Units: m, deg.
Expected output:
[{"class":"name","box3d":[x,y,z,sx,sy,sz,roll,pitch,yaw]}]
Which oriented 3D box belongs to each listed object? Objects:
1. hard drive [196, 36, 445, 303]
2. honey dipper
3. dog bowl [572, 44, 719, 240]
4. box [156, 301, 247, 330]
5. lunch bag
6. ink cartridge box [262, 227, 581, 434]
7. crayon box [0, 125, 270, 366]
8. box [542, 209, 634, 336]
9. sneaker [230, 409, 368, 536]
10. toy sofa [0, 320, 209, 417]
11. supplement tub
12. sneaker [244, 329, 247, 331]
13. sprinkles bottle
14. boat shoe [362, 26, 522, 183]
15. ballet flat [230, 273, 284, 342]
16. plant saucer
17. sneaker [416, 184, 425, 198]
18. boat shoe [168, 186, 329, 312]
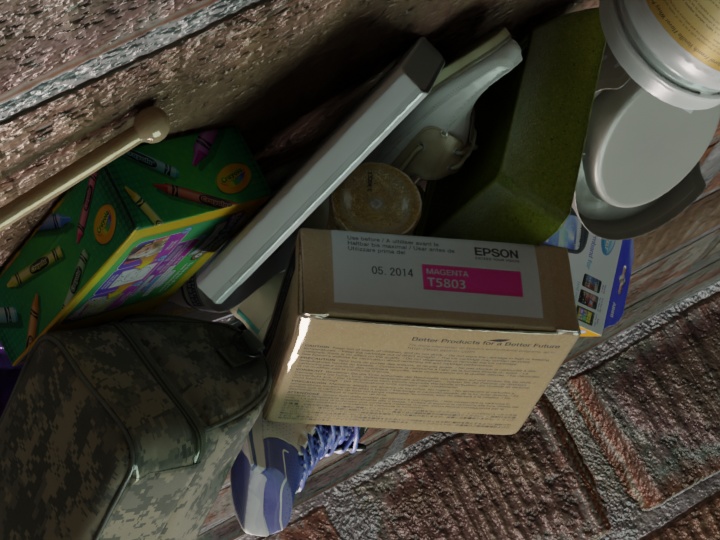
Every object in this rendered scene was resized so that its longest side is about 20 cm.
[{"class":"hard drive","box3d":[-0.025,-0.069,1.188,0.200,0.026,0.132,-44,-174,18]},{"class":"honey dipper","box3d":[-0.203,-0.043,1.065,0.199,0.038,0.038,-33,168,0]},{"class":"dog bowl","box3d":[0.243,-0.125,1.501,0.199,0.059,0.201,-25,138,-25]},{"class":"box","box3d":[-0.165,0.063,1.519,0.157,0.049,0.200,-20,165,-31]},{"class":"lunch bag","box3d":[-0.161,0.133,1.244,0.167,0.140,0.201,-9,138,-44]},{"class":"ink cartridge box","box3d":[0.038,0.047,1.254,0.198,0.076,0.165,5,147,-12]},{"class":"crayon box","box3d":[-0.163,-0.015,1.198,0.118,0.059,0.200,-18,163,-43]},{"class":"box","box3d":[0.167,-0.019,1.589,0.199,0.120,0.041,24,164,-36]},{"class":"sneaker","box3d":[-0.041,0.118,1.355,0.114,0.200,0.081,6,119,-7]},{"class":"toy sofa","box3d":[-0.202,0.095,1.349,0.198,0.084,0.098,0,157,-24]},{"class":"supplement tub","box3d":[0.264,-0.211,1.180,0.144,0.145,0.200,-20,165,-37]},{"class":"sneaker","box3d":[-0.030,0.073,1.485,0.198,0.076,0.076,-13,164,3]},{"class":"sprinkles bottle","box3d":[0.000,0.000,1.312,0.068,0.069,0.201,-24,156,-20]},{"class":"boat shoe","box3d":[0.054,-0.103,1.281,0.200,0.069,0.075,-37,-178,42]},{"class":"ballet flat","box3d":[-0.056,-0.007,1.440,0.069,0.070,0.200,-36,-169,30]},{"class":"plant saucer","box3d":[0.102,-0.087,1.320,0.048,0.201,0.200,25,148,-16]},{"class":"sneaker","box3d":[0.039,-0.039,1.510,0.200,0.076,0.115,-56,164,-69]},{"class":"boat shoe","box3d":[-0.084,-0.020,1.346,0.065,0.073,0.200,3,-153,35]}]
